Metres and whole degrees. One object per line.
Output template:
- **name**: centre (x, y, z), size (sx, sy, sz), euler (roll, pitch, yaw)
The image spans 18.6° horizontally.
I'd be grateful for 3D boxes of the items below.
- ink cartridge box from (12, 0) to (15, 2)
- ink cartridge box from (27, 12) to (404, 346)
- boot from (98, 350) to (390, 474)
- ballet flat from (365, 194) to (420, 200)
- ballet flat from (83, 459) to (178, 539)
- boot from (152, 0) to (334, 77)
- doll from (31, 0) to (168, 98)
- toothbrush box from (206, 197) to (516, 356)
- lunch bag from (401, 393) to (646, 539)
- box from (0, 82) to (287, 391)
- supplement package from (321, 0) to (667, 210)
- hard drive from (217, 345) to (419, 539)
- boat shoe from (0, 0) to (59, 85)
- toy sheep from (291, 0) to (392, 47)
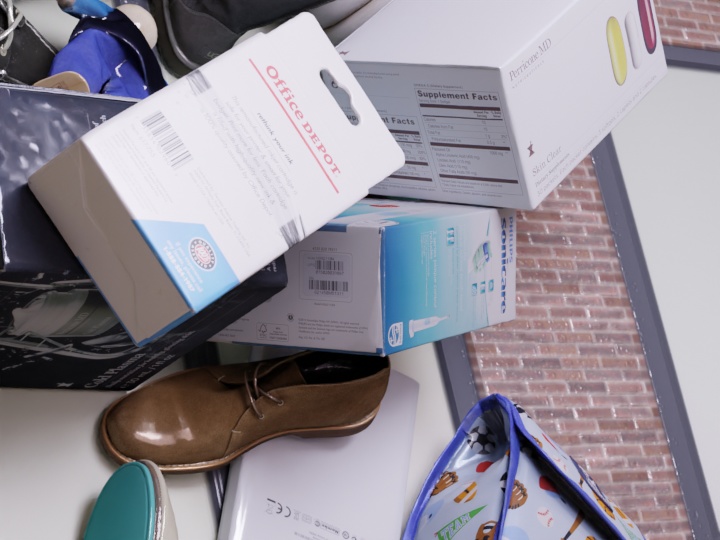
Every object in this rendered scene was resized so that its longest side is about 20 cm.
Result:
- **ink cartridge box**: centre (-0.196, -0.310, 1.522), size (0.198, 0.043, 0.201), euler (-22, 77, 2)
- **ink cartridge box**: centre (-0.078, -0.057, 1.268), size (0.200, 0.068, 0.116), euler (-35, 94, -42)
- **boot**: centre (-0.074, 0.081, 1.445), size (0.199, 0.076, 0.074), euler (-11, 66, -22)
- **ballet flat**: centre (0.000, -0.060, 1.618), size (0.200, 0.067, 0.070), euler (52, 23, -4)
- **ballet flat**: centre (-0.143, 0.217, 1.359), size (0.069, 0.069, 0.201), euler (26, 56, -25)
- **boot**: centre (-0.073, -0.245, 1.553), size (0.072, 0.200, 0.182), euler (-3, 70, -42)
- **doll**: centre (-0.170, -0.140, 1.478), size (0.137, 0.048, 0.200), euler (50, 20, -14)
- **toothbrush box**: centre (0.000, 0.000, 1.472), size (0.200, 0.146, 0.086), euler (-9, 101, -60)
- **lunch bag**: centre (0.122, 0.203, 1.523), size (0.170, 0.124, 0.200), euler (45, 39, -23)
- **box**: centre (-0.184, -0.014, 1.347), size (0.196, 0.200, 0.124), euler (5, 65, -36)
- **supplement package**: centre (0.098, -0.145, 1.554), size (0.200, 0.155, 0.111), euler (-44, 128, -40)
- **hard drive**: centre (-0.028, 0.143, 1.504), size (0.132, 0.027, 0.201), euler (26, 54, -25)
- **boat shoe**: centre (-0.258, -0.154, 1.455), size (0.200, 0.064, 0.071), euler (26, 53, -25)
- **toy sheep**: centre (0.005, -0.222, 1.654), size (0.200, 0.138, 0.138), euler (49, 47, -13)
